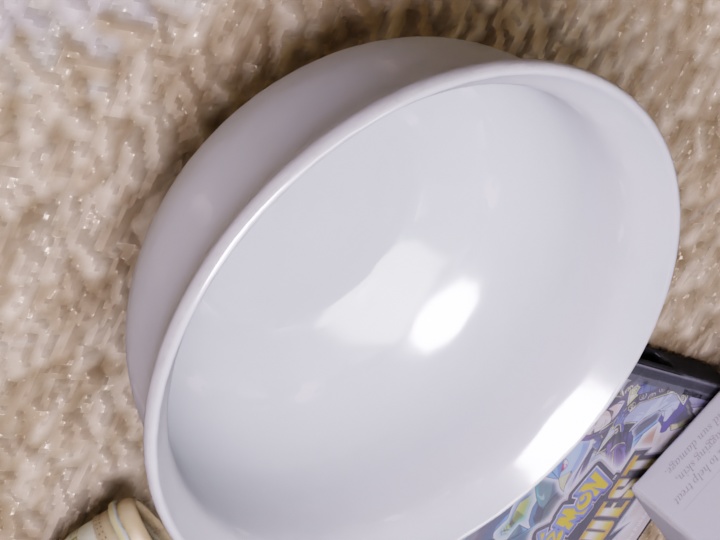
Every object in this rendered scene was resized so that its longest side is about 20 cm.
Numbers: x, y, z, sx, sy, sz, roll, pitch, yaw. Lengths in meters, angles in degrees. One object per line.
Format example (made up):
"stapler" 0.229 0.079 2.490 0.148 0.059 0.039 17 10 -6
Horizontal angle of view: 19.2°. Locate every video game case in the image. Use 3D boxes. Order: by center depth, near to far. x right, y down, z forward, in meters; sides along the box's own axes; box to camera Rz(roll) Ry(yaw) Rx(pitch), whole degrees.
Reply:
"video game case" 0.048 0.111 0.870 0.180 0.025 0.201 17 111 -48

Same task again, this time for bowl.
"bowl" 0.000 0.000 0.695 0.200 0.090 0.202 -21 135 -23

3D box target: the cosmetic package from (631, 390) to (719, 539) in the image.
"cosmetic package" 0.198 0.114 0.950 0.102 0.074 0.200 -46 145 -6

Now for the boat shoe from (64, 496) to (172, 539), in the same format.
"boat shoe" -0.039 0.163 0.773 0.063 0.073 0.200 -41 117 9
